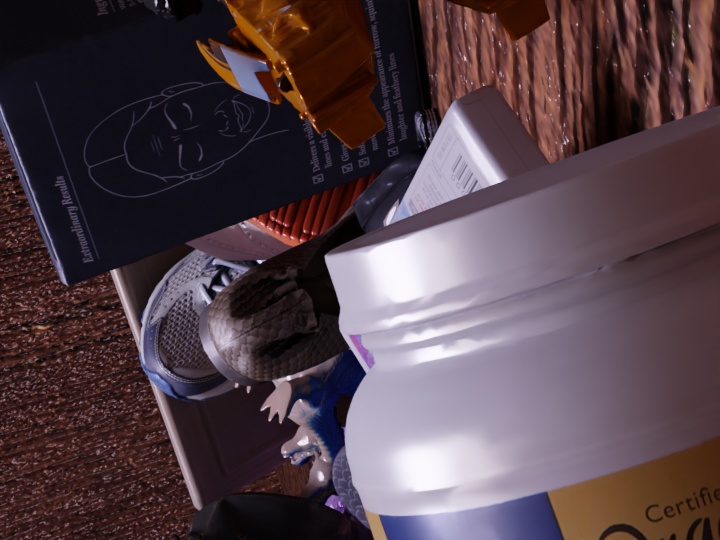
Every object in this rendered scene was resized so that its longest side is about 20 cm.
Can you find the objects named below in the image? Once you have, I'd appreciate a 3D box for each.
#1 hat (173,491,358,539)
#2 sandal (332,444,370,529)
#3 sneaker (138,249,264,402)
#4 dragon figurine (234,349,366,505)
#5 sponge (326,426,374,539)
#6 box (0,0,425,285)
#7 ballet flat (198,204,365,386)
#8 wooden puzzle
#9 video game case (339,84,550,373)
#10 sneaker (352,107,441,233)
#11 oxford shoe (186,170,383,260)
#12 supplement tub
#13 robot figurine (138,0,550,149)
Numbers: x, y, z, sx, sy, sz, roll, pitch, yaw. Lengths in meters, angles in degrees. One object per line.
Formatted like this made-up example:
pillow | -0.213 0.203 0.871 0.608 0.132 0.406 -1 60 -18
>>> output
hat | -0.048 0.174 1.067 0.201 0.199 0.081 82 -156 -55
sandal | 0.078 0.128 0.785 0.200 0.043 0.076 42 144 4
sneaker | -0.055 -0.014 1.067 0.077 0.200 0.085 36 152 4
dragon figurine | -0.005 0.040 1.050 0.059 0.201 0.099 38 -165 36
sponge | 0.028 0.143 1.073 0.200 0.030 0.112 168 103 -64
box | -0.081 -0.107 0.910 0.149 0.199 0.107 80 167 -49
ballet flat | 0.000 0.000 0.864 0.046 0.200 0.068 -35 84 36
wooden puzzle | -0.059 0.023 1.158 0.037 0.199 0.186 2 115 50
video game case | 0.069 0.060 0.674 0.201 0.024 0.182 56 155 15
sneaker | 0.048 0.022 0.825 0.201 0.075 0.114 87 163 -47
oxford shoe | -0.046 -0.038 0.998 0.073 0.199 0.071 73 -144 -60
supplement tub | 0.080 0.069 0.449 0.144 0.144 0.201 -179 69 -82
robot figurine | -0.018 -0.122 0.694 0.058 0.145 0.200 61 173 -35
